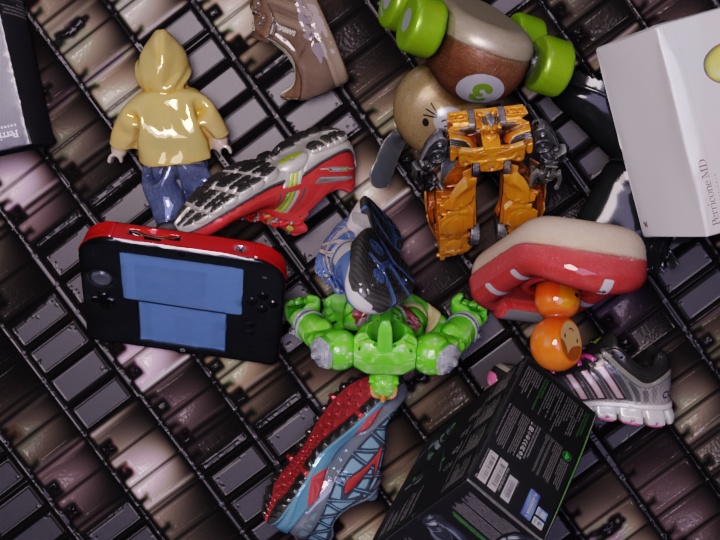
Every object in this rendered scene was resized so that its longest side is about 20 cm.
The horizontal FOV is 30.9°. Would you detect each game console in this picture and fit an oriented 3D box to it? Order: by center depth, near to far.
[{"bbox_3d":[-0.173,0.028,1.273,0.198,0.031,0.178,9,138,-1],"label":"game console"}]

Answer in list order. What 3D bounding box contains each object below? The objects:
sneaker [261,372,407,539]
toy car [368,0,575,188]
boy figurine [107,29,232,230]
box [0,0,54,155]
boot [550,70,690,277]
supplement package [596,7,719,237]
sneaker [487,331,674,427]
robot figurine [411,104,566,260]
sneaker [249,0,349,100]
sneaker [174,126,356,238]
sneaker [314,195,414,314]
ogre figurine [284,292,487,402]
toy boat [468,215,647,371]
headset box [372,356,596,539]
[{"bbox_3d":[-0.012,0.191,1.334,0.095,0.079,0.200,38,93,-27],"label":"sneaker"},{"bbox_3d":[0.084,-0.160,1.261,0.163,0.158,0.201,13,112,-18],"label":"toy car"},{"bbox_3d":[-0.193,-0.135,1.293,0.123,0.064,0.202,-11,95,-3],"label":"boy figurine"},{"bbox_3d":[-0.422,-0.191,1.266,0.198,0.104,0.184,-11,95,1],"label":"box"},{"bbox_3d":[0.249,-0.096,1.301,0.197,0.073,0.164,23,98,-3],"label":"boot"},{"bbox_3d":[0.353,-0.147,1.197,0.198,0.147,0.193,-17,95,-9],"label":"supplement package"},{"bbox_3d":[0.227,0.101,1.318,0.198,0.074,0.088,8,96,-6],"label":"sneaker"},{"bbox_3d":[0.119,-0.085,1.241,0.143,0.201,0.059,-6,55,-1],"label":"robot figurine"},{"bbox_3d":[-0.082,-0.264,1.279,0.075,0.070,0.201,-24,95,3],"label":"sneaker"},{"bbox_3d":[-0.084,-0.067,1.272,0.199,0.077,0.086,-28,116,-21],"label":"sneaker"},{"bbox_3d":[0.000,0.000,1.248,0.077,0.200,0.076,-40,105,14],"label":"sneaker"},{"bbox_3d":[0.022,0.062,1.281,0.198,0.120,0.099,20,114,-5],"label":"ogre figurine"},{"bbox_3d":[0.187,0.030,1.232,0.129,0.200,0.132,7,71,-18],"label":"toy boat"},{"bbox_3d":[0.109,0.208,1.242,0.093,0.174,0.200,40,134,-4],"label":"headset box"}]
